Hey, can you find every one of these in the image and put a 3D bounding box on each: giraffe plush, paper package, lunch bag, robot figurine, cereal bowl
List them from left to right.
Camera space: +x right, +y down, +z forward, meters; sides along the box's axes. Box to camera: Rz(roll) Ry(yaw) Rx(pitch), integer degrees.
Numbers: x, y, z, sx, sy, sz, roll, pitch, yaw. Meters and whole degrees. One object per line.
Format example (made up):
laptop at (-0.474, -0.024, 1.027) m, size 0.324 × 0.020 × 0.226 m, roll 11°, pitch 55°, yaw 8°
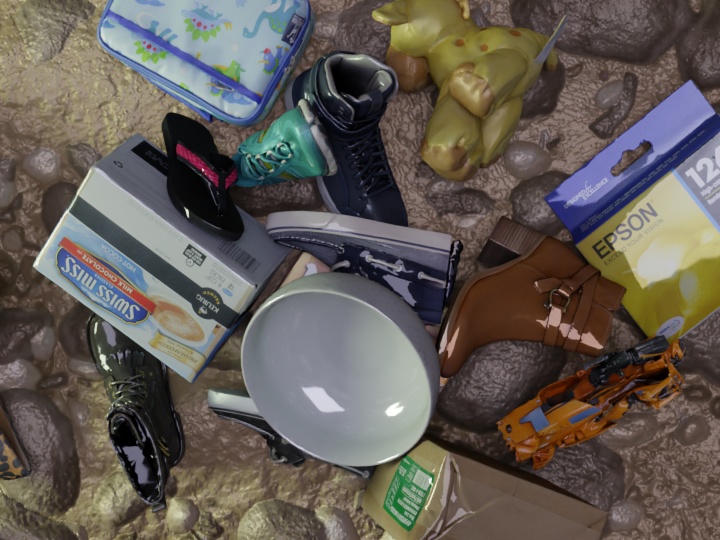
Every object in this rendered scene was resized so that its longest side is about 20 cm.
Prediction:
lunch bag at (-0.156, -0.247, 1.523) m, size 0.199 × 0.082 × 0.162 m, roll 31°, pitch 93°, yaw 1°
cereal bowl at (-0.012, 0.085, 1.449) m, size 0.198 × 0.083 × 0.202 m, roll 11°, pitch 124°, yaw 17°
giraffe plush at (0.090, -0.211, 1.499) m, size 0.162 × 0.172 × 0.201 m, roll 36°, pitch 95°, yaw 16°
paper package at (0.117, 0.237, 1.460) m, size 0.189 × 0.200 × 0.104 m, roll 22°, pitch 88°, yaw -13°
robot figurine at (0.241, 0.130, 1.506) m, size 0.199 × 0.145 × 0.059 m, roll -29°, pitch 69°, yaw 12°

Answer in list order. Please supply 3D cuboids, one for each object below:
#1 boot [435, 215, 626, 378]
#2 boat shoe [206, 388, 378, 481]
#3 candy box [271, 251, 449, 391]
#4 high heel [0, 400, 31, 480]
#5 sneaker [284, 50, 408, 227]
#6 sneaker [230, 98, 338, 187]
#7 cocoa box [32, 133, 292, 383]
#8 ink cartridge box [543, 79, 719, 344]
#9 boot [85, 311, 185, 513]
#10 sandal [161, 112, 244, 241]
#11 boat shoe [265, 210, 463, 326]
boot at (0.167, 0.054, 1.493) m, size 0.154 × 0.077 × 0.201 m, roll 30°, pitch 56°, yaw 5°
boat shoe at (-0.066, 0.170, 1.539) m, size 0.198 × 0.071 × 0.064 m, roll 16°, pitch 90°, yaw -2°
candy box at (0.010, 0.053, 1.543) m, size 0.199 × 0.055 × 0.116 m, roll 35°, pitch 88°, yaw -1°
high heel at (-0.369, 0.111, 1.531) m, size 0.142 × 0.071 × 0.201 m, roll 28°, pitch 107°, yaw 6°
sneaker at (0.005, -0.122, 1.490) m, size 0.077 × 0.146 × 0.203 m, roll -31°, pitch 92°, yaw -26°
sneaker at (-0.077, -0.112, 1.466) m, size 0.079 × 0.200 × 0.078 m, roll -26°, pitch 93°, yaw -19°
cocoa box at (-0.195, -0.014, 1.488) m, size 0.199 × 0.133 × 0.132 m, roll 36°, pitch 113°, yaw -1°
ink cartridge box at (0.323, -0.054, 1.531) m, size 0.197 × 0.047 × 0.200 m, roll -39°, pitch 94°, yaw 14°
boot at (-0.225, 0.131, 1.485) m, size 0.069 × 0.174 × 0.202 m, roll -25°, pitch 92°, yaw 0°
sandal at (-0.155, -0.104, 1.478) m, size 0.075 × 0.201 × 0.045 m, roll 20°, pitch 122°, yaw -33°
boat shoe at (0.000, 0.000, 1.478) m, size 0.198 × 0.075 × 0.094 m, roll 9°, pitch 82°, yaw -3°
